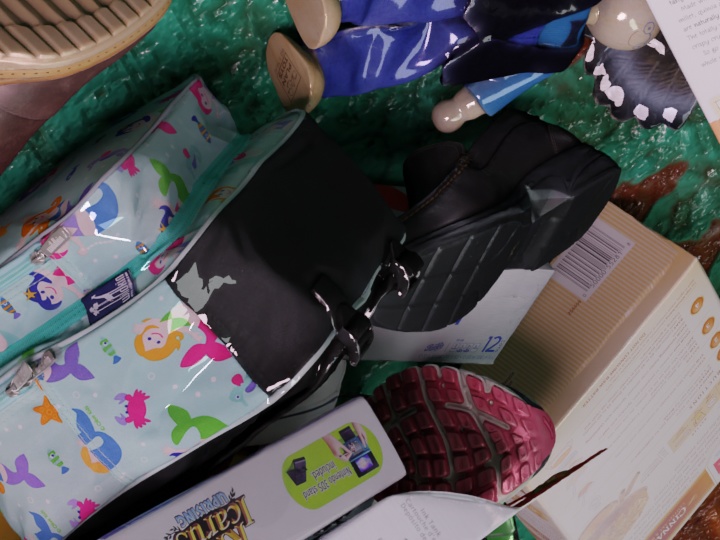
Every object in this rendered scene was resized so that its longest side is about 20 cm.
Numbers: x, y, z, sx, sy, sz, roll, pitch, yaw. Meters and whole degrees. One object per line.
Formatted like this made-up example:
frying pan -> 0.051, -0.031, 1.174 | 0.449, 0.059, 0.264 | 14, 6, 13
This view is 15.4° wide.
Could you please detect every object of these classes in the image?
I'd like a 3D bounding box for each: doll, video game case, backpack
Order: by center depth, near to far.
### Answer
backpack -> -0.098, 0.025, 1.154 | 0.200, 0.151, 0.178 | -43, -174, 29
video game case -> -0.102, 0.141, 1.175 | 0.200, 0.046, 0.181 | -35, 174, 40
doll -> 0.055, -0.115, 1.250 | 0.200, 0.049, 0.137 | -10, 137, -27

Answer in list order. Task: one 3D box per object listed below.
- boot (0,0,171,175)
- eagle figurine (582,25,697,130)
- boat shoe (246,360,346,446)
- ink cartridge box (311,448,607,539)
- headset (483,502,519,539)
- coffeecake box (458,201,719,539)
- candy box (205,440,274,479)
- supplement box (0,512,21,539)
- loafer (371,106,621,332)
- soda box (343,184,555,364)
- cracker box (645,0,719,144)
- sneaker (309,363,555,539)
boot -> -0.172, -0.056, 1.124 | 0.200, 0.072, 0.166 | -28, 158, -23
eagle figurine -> 0.216, -0.153, 1.325 | 0.152, 0.151, 0.200 | 45, 133, -17
boat shoe -> -0.086, 0.053, 1.308 | 0.200, 0.074, 0.065 | -15, 135, -46
ink cartridge box -> -0.002, 0.135, 1.238 | 0.200, 0.057, 0.162 | -36, 180, -41
headset -> 0.055, 0.181, 1.483 | 0.200, 0.094, 0.124 | -45, 122, -56
coffeecake box -> 0.143, 0.078, 1.509 | 0.154, 0.073, 0.200 | -49, 146, -8
candy box -> -0.088, 0.172, 1.391 | 0.117, 0.056, 0.200 | -64, 176, -56
supplement box -> -0.209, 0.156, 1.306 | 0.200, 0.067, 0.069 | -29, 147, -13
loafer -> 0.045, -0.027, 1.280 | 0.200, 0.072, 0.073 | -25, 150, -54
soda box -> 0.000, 0.000, 1.323 | 0.200, 0.063, 0.068 | 3, 129, -44
cracker box -> 0.193, -0.154, 1.217 | 0.134, 0.058, 0.200 | -23, 115, 17
sneaker -> 0.031, 0.092, 1.389 | 0.075, 0.081, 0.200 | -5, 174, -38
